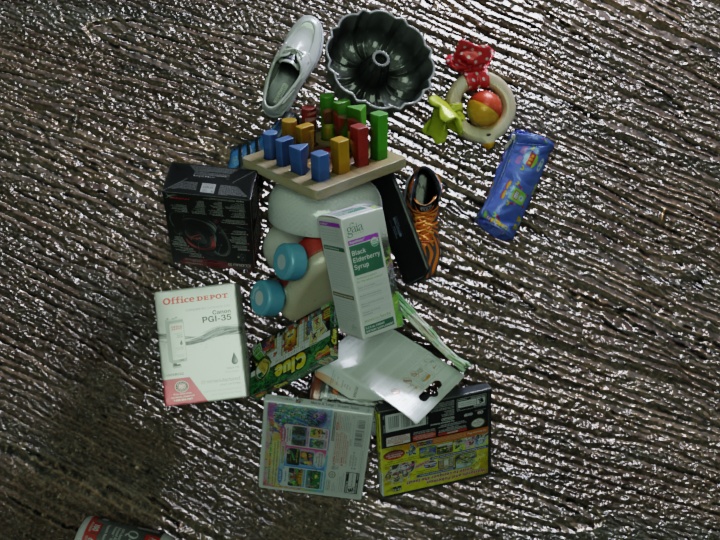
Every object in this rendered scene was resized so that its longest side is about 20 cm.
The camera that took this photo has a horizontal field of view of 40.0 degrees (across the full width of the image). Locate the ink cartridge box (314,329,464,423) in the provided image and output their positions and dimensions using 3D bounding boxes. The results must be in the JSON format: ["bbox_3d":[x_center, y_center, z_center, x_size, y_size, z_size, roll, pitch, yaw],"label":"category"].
[{"bbox_3d":[0.050,0.174,1.661,0.200,0.050,0.162,34,41,19],"label":"ink cartridge box"}]

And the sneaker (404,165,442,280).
[{"bbox_3d":[0.104,-0.086,1.722,0.078,0.112,0.200,-3,85,-1],"label":"sneaker"}]

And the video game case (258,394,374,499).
[{"bbox_3d":[-0.078,0.301,1.675,0.182,0.024,0.200,7,123,0],"label":"video game case"}]

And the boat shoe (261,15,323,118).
[{"bbox_3d":[-0.120,-0.368,1.769,0.074,0.065,0.200,19,85,2],"label":"boat shoe"}]

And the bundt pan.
[{"bbox_3d":[0.025,-0.354,1.744,0.202,0.076,0.202,6,68,-15],"label":"bundt pan"}]

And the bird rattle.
[{"bbox_3d":[0.201,-0.306,1.771,0.163,0.113,0.200,33,72,-9],"label":"bird rattle"}]

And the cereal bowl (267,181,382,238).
[{"bbox_3d":[-0.059,-0.127,1.675,0.200,0.200,0.083,3,114,0],"label":"cereal bowl"}]

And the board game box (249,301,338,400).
[{"bbox_3d":[-0.113,0.137,1.666,0.200,0.023,0.105,-30,48,34],"label":"board game box"}]

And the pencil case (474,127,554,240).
[{"bbox_3d":[0.269,-0.154,1.746,0.087,0.078,0.200,27,84,-27],"label":"pencil case"}]

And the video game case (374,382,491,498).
[{"bbox_3d":[0.125,0.288,1.671,0.200,0.026,0.181,-10,117,-13],"label":"video game case"}]

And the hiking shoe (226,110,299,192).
[{"bbox_3d":[-0.187,-0.210,1.752,0.087,0.074,0.200,33,80,11],"label":"hiking shoe"}]

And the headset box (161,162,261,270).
[{"bbox_3d":[-0.250,-0.083,1.690,0.149,0.200,0.075,5,49,3],"label":"headset box"}]

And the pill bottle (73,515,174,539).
[{"bbox_3d":[-0.380,0.491,1.666,0.200,0.116,0.116,13,85,1],"label":"pill bottle"}]

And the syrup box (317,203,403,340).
[{"bbox_3d":[0.000,0.000,1.574,0.079,0.081,0.200,-18,107,-28],"label":"syrup box"}]

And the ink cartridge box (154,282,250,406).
[{"bbox_3d":[-0.273,0.127,1.715,0.146,0.083,0.200,-7,85,-1],"label":"ink cartridge box"}]

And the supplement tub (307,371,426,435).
[{"bbox_3d":[0.011,0.227,1.697,0.200,0.107,0.107,8,85,0],"label":"supplement tub"}]

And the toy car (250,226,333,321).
[{"bbox_3d":[-0.103,-0.034,1.698,0.184,0.177,0.200,1,48,-38],"label":"toy car"}]

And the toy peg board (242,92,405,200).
[{"bbox_3d":[-0.062,-0.217,1.644,0.199,0.200,0.098,-24,125,-36],"label":"toy peg board"}]

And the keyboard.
[{"bbox_3d":[0.058,-0.069,1.727,0.021,0.127,0.200,-14,81,-35],"label":"keyboard"}]

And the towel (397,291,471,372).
[{"bbox_3d":[0.109,0.098,1.685,0.200,0.153,0.023,44,89,6],"label":"towel"}]
